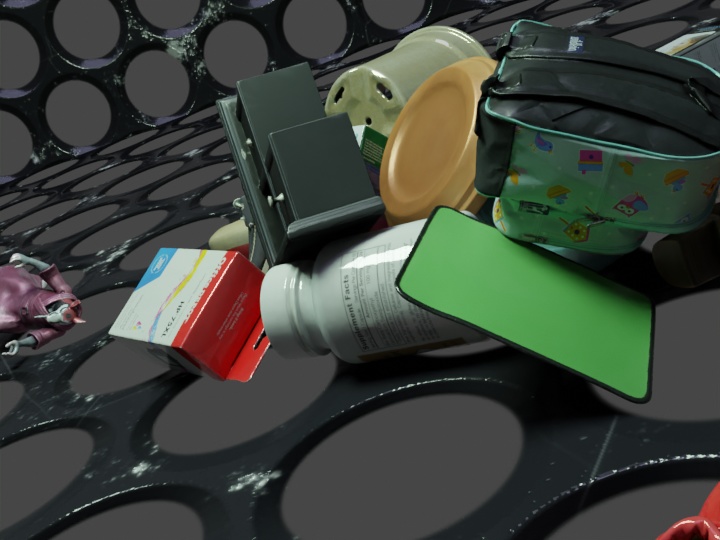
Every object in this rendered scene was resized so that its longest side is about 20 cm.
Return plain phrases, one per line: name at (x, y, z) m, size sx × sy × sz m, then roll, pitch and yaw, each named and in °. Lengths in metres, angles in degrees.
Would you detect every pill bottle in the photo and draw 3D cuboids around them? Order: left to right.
pill bottle at (0.017, 0.022, 0.884) m, size 0.198 × 0.115 × 0.114 m, roll -12°, pitch 21°, yaw 23°

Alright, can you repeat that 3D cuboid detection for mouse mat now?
mouse mat at (0.131, 0.019, 0.753) m, size 0.198 × 0.008 × 0.161 m, roll 23°, pitch 31°, yaw 6°

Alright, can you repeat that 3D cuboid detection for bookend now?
bookend at (-0.065, -0.113, 0.948) m, size 0.091 × 0.201 × 0.200 m, roll -17°, pitch -6°, yaw -12°

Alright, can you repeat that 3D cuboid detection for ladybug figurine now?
ladybug figurine at (-0.095, -0.040, 1.205) m, size 0.198 × 0.073 × 0.135 m, roll -17°, pitch 2°, yaw 33°

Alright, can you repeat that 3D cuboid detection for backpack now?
backpack at (0.202, -0.105, 0.809) m, size 0.198 × 0.155 × 0.176 m, roll 7°, pitch 39°, yaw 15°

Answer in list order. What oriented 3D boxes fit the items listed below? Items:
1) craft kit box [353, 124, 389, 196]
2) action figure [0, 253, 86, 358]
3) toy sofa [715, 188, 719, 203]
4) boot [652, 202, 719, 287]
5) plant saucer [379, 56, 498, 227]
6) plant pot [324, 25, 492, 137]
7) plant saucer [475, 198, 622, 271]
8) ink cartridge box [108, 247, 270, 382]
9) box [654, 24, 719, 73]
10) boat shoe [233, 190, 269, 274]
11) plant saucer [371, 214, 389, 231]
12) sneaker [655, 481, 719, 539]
craft kit box at (0.000, -0.110, 1.187) m, size 0.196 × 0.049 × 0.199 m, roll -3°, pitch -19°, yaw 44°
action figure at (-0.433, 0.059, 1.328) m, size 0.198 × 0.136 × 0.149 m, roll 7°, pitch -12°, yaw 31°
toy sofa at (0.249, -0.084, 0.985) m, size 0.198 × 0.084 × 0.098 m, roll -13°, pitch 21°, yaw 21°
boot at (0.342, -0.025, 0.761) m, size 0.154 × 0.077 × 0.200 m, roll -25°, pitch 10°, yaw -14°
plant saucer at (0.077, -0.122, 0.983) m, size 0.200 × 0.037 × 0.202 m, roll -40°, pitch 38°, yaw 42°
plant pot at (0.057, -0.207, 1.281) m, size 0.199 × 0.203 × 0.183 m, roll -4°, pitch 12°, yaw 39°
plant saucer at (0.183, -0.091, 0.933) m, size 0.198 × 0.203 × 0.027 m, roll -13°, pitch -19°, yaw 20°
ink cartridge box at (-0.164, 0.043, 1.023) m, size 0.199 × 0.067 × 0.117 m, roll 2°, pitch 58°, yaw 50°
box at (0.349, -0.188, 1.119) m, size 0.199 × 0.118 × 0.060 m, roll -29°, pitch 18°, yaw -20°
boat shoe at (-0.106, -0.074, 1.084) m, size 0.062 × 0.202 × 0.073 m, roll 15°, pitch 1°, yaw -1°
plant saucer at (0.000, 0.000, 1.062) m, size 0.198 × 0.051 × 0.201 m, roll -18°, pitch 19°, yaw 6°
sneaker at (0.168, 0.141, 0.450) m, size 0.076 × 0.086 × 0.200 m, roll -4°, pitch 25°, yaw 38°
